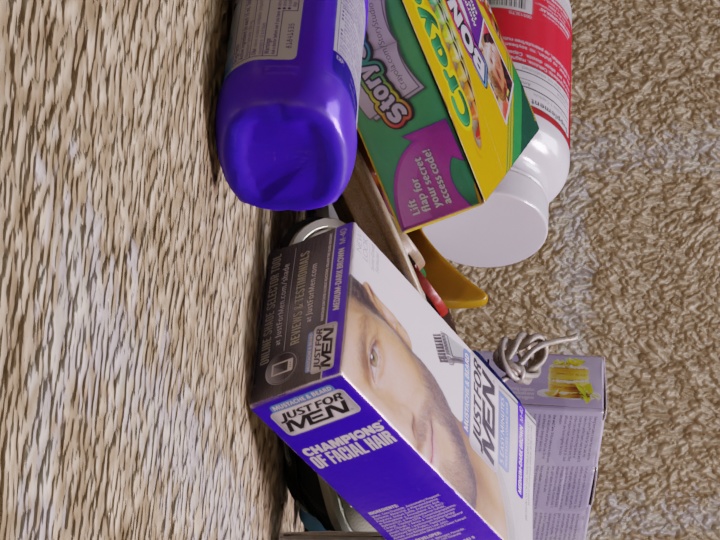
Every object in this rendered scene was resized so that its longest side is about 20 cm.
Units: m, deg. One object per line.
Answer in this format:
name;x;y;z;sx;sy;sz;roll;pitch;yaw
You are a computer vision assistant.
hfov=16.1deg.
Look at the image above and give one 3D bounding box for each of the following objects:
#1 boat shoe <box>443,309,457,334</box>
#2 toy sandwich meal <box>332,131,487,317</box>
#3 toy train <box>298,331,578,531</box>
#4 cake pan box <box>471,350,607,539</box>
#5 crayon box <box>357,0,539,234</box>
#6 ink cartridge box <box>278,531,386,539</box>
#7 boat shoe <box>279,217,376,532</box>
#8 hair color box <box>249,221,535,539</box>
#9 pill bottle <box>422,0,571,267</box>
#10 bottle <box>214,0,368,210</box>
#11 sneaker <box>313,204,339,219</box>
boat shoe;0.022;0.038;1.762;0.075;0.075;0.202;-80;157;-62
toy sandwich meal;0.022;-0.048;1.517;0.205;0.070;0.205;155;-90;-87
toy train;0.052;0.104;1.614;0.200;0.085;0.116;-16;148;-45
cake pan box;0.070;0.129;1.743;0.200;0.184;0.052;90;4;-53
crayon box;0.026;-0.140;1.406;0.200;0.058;0.173;67;18;-10
ink cartridge box;-0.006;0.258;1.492;0.200;0.083;0.146;84;9;-58
boat shoe;-0.024;0.061;1.475;0.068;0.072;0.200;25;-50;52
hair color box;0.023;0.079;1.402;0.200;0.065;0.109;45;35;-37
pill bottle;0.088;-0.107;1.744;0.112;0.112;0.200;85;8;-54
bottle;-0.029;-0.122;1.228;0.084;0.065;0.200;87;5;-47
sneaker;0.000;0.000;1.652;0.080;0.076;0.200;153;-58;-78
